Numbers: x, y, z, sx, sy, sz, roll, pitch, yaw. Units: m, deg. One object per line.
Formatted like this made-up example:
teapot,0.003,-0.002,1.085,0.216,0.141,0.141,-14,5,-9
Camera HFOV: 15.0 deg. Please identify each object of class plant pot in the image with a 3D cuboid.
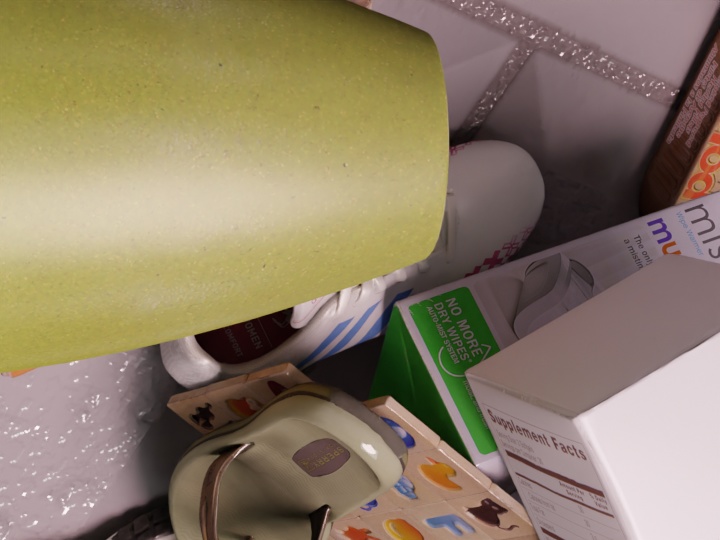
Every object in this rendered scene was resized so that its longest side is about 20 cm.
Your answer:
plant pot,-0.072,-0.050,1.088,0.200,0.187,0.187,0,126,-12

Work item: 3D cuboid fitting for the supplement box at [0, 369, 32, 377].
supplement box,-0.083,-0.029,1.212,0.200,0.069,0.067,-22,127,-12

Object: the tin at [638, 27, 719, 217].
tin,0.210,-0.076,1.363,0.112,0.042,0.200,2,126,-36

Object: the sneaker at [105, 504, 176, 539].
sneaker,-0.142,0.183,1.347,0.200,0.077,0.089,-13,140,-18

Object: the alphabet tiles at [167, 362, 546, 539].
alphabet tiles,0.010,0.110,1.268,0.200,0.167,0.008,40,59,-22

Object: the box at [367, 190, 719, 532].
box,0.099,0.068,1.332,0.176,0.097,0.200,-18,155,-17

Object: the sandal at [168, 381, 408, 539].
sandal,-0.044,0.107,1.241,0.080,0.057,0.201,30,151,-6

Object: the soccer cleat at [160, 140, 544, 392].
soccer cleat,0.000,0.000,1.263,0.200,0.070,0.086,-29,173,-6

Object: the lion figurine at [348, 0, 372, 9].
lion figurine,-0.028,-0.180,1.137,0.122,0.072,0.200,-24,119,-1

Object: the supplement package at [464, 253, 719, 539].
supplement package,0.151,0.110,1.179,0.117,0.117,0.200,-29,106,-16
